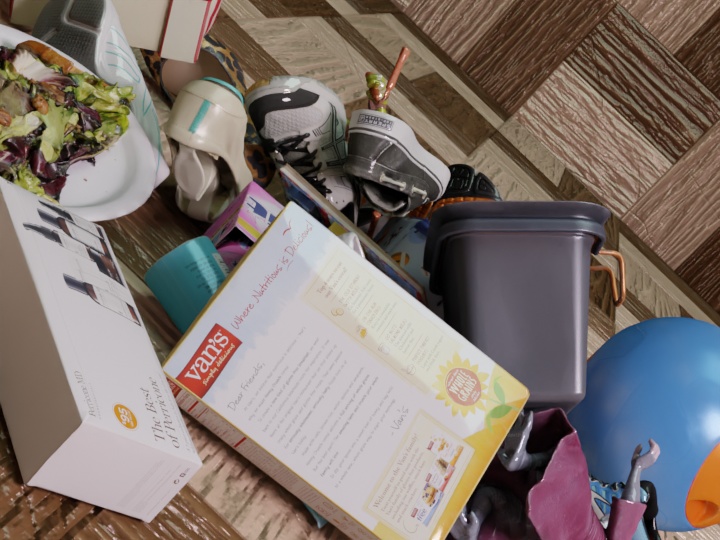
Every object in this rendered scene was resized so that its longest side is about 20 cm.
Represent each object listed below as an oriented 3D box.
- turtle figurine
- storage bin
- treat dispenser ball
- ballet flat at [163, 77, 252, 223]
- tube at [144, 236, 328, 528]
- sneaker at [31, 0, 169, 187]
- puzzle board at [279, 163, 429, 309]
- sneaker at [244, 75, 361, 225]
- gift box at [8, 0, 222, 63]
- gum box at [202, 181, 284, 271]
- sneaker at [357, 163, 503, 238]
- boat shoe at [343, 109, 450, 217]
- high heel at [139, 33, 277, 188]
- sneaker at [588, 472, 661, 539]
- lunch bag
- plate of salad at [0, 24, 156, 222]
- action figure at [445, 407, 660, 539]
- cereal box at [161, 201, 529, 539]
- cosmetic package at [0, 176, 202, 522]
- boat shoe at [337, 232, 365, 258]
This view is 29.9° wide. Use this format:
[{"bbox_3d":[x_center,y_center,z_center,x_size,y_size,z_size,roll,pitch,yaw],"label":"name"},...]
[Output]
[{"bbox_3d":[-0.007,-0.133,1.329,0.064,0.201,0.161,-6,24,-44],"label":"turtle figurine"},{"bbox_3d":[0.121,0.042,0.988,0.200,0.145,0.135,91,-1,-76],"label":"storage bin"},{"bbox_3d":[0.295,0.144,1.271,0.201,0.201,0.201,39,16,-14],"label":"treat dispenser ball"},{"bbox_3d":[-0.120,-0.075,1.029,0.070,0.069,0.200,48,-16,16],"label":"ballet flat"},{"bbox_3d":[-0.065,0.072,0.869,0.200,0.050,0.077,55,25,10],"label":"tube"},{"bbox_3d":[-0.201,-0.142,1.048,0.080,0.070,0.201,48,19,-57],"label":"sneaker"},{"bbox_3d":[0.000,0.000,1.112,0.151,0.017,0.200,43,-9,17],"label":"puzzle board"},{"bbox_3d":[-0.040,-0.091,1.172,0.200,0.075,0.088,51,31,-56],"label":"sneaker"},{"bbox_3d":[-0.197,-0.308,1.169,0.186,0.185,0.200,10,34,-17],"label":"gift box"},{"bbox_3d":[-0.032,0.035,0.999,0.200,0.066,0.114,40,15,-12],"label":"gum box"},{"bbox_3d":[0.079,-0.047,1.329,0.092,0.076,0.200,43,-25,-30],"label":"sneaker"},{"bbox_3d":[0.026,-0.083,1.190,0.070,0.064,0.200,14,-7,21],"label":"boat shoe"},{"bbox_3d":[-0.145,-0.158,1.213,0.200,0.071,0.143,47,14,-8],"label":"high heel"},{"bbox_3d":[0.205,0.196,1.121,0.200,0.090,0.078,49,17,23],"label":"sneaker"},{"bbox_3d":[0.078,0.025,1.203,0.160,0.076,0.200,41,-2,-8],"label":"lunch bag"},{"bbox_3d":[-0.220,-0.110,0.888,0.200,0.048,0.200,28,32,-19],"label":"plate of salad"},{"bbox_3d":[0.148,0.183,0.951,0.200,0.134,0.149,44,29,-40],"label":"action figure"},{"bbox_3d":[-0.009,0.072,0.833,0.200,0.144,0.040,39,-28,-4],"label":"cereal box"},{"bbox_3d":[-0.156,0.037,0.722,0.082,0.051,0.200,27,23,-43],"label":"cosmetic package"},{"bbox_3d":[0.007,0.071,0.892,0.201,0.067,0.074,66,12,-2],"label":"boat shoe"}]
